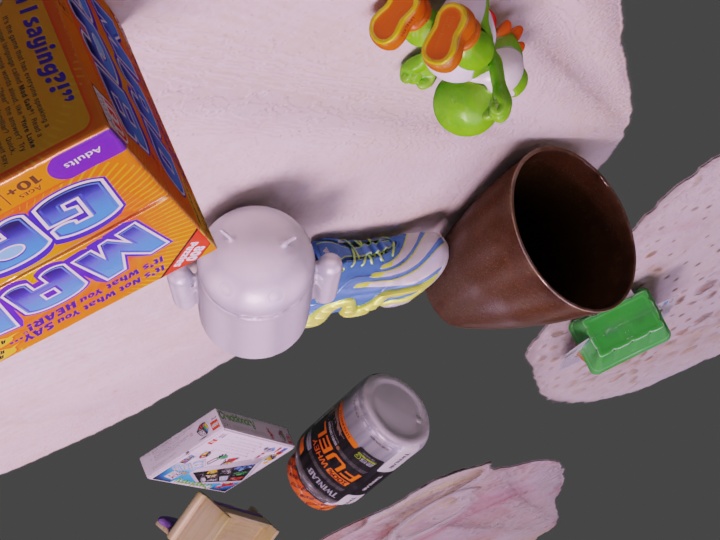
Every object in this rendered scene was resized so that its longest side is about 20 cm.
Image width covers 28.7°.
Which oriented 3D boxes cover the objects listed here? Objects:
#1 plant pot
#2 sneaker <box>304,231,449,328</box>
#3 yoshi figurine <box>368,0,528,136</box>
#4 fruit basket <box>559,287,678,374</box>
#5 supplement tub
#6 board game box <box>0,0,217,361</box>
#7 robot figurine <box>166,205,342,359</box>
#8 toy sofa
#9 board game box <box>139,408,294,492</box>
[{"bbox_3d":[0.168,-0.012,1.559,0.186,0.188,0.200,-5,164,-41],"label":"plant pot"},{"bbox_3d":[0.000,0.000,1.502,0.199,0.076,0.105,-24,156,-2],"label":"sneaker"},{"bbox_3d":[0.083,-0.168,1.216,0.111,0.113,0.200,-19,164,24],"label":"yoshi figurine"},{"bbox_3d":[0.379,0.091,2.102,0.184,0.094,0.200,-26,172,0],"label":"fruit basket"},{"bbox_3d":[-0.007,0.240,1.936,0.122,0.123,0.200,0,145,-45],"label":"supplement tub"},{"bbox_3d":[-0.244,-0.084,0.915,0.199,0.201,0.200,-27,157,3],"label":"board game box"},{"bbox_3d":[-0.103,0.012,1.371,0.169,0.113,0.200,-6,153,-10],"label":"robot figurine"},{"bbox_3d":[-0.211,0.379,2.089,0.083,0.097,0.200,-53,155,-1],"label":"toy sofa"},{"bbox_3d":[-0.186,0.241,1.861,0.126,0.035,0.200,-33,156,13],"label":"board game box"}]
